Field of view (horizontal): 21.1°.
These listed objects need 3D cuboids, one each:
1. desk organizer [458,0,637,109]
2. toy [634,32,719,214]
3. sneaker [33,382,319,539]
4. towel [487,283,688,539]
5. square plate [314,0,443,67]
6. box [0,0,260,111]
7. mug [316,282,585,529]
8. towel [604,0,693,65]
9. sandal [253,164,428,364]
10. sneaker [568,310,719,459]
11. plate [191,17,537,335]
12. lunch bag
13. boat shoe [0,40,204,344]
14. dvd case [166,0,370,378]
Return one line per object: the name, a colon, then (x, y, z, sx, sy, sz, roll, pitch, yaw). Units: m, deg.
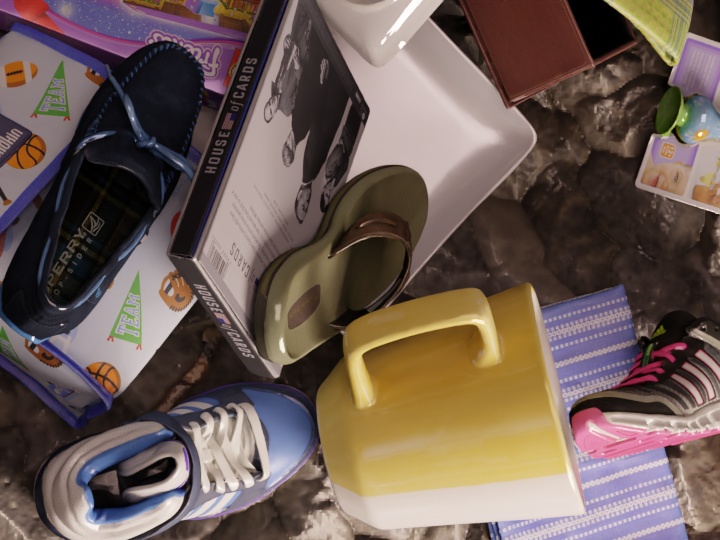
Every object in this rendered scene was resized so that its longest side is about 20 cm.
desk organizer: (0.104, -0.222, 1.304, 0.072, 0.077, 0.201, -29, 96, -49)
toy: (0.306, -0.085, 1.378, 0.199, 0.047, 0.116, 16, 96, -13)
sneaker: (-0.102, 0.120, 1.189, 0.199, 0.146, 0.081, -14, 90, -18)
towel: (0.146, 0.124, 1.333, 0.144, 0.024, 0.202, -15, 90, -19)
square plate: (0.003, -0.254, 1.148, 0.198, 0.028, 0.200, 45, 114, -1)
box: (-0.134, -0.193, 1.239, 0.199, 0.039, 0.138, 21, 75, -6)
mug: (0.050, 0.082, 1.233, 0.152, 0.150, 0.188, -13, 111, 8)
towel: (0.187, -0.255, 1.326, 0.143, 0.023, 0.201, 30, 57, -36)
sandal: (0.000, 0.001, 1.204, 0.201, 0.057, 0.080, -48, 134, -51)
sneaker: (0.207, 0.074, 1.313, 0.199, 0.074, 0.088, -6, 78, -42)
plate: (-0.011, -0.090, 1.294, 0.200, 0.032, 0.200, 45, 75, -10)
lunch bag: (-0.189, -0.032, 1.185, 0.200, 0.124, 0.170, 41, 66, -7)
boat shoe: (-0.134, -0.046, 1.109, 0.084, 0.069, 0.201, 28, 68, -21)
dvd case: (-0.051, -0.057, 1.174, 0.025, 0.151, 0.201, 8, 63, 23)
